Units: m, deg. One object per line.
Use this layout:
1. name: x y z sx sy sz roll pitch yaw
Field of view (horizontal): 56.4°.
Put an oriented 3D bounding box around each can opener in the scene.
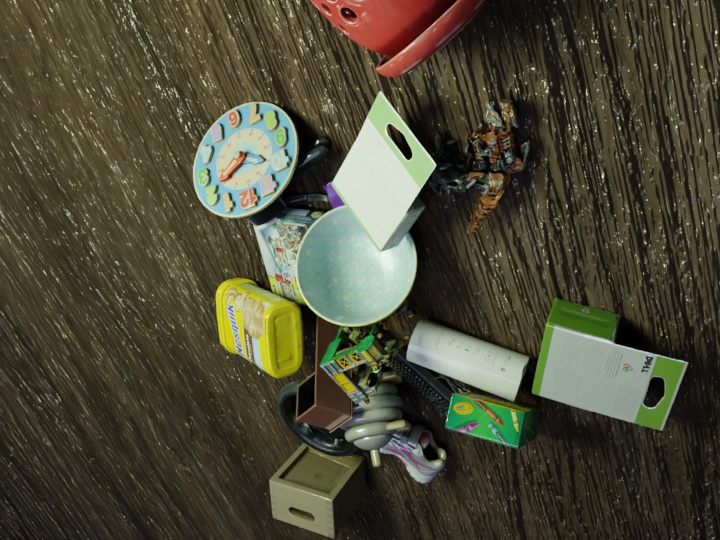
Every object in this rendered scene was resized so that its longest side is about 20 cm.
1. can opener: -0.129 -0.156 1.110 0.200 0.064 0.079 -37 131 21

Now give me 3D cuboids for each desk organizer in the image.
1. desk organizer: -0.065 0.181 1.222 0.077 0.201 0.072 23 135 -28

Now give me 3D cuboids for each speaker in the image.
1. speaker: 0.181 0.150 1.147 0.199 0.081 0.082 19 129 17

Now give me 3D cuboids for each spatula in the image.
1. spatula: -0.081 -0.123 1.150 0.199 0.021 0.057 -4 118 33

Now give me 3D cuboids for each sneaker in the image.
1. sneaker: 0.094 0.333 1.332 0.200 0.082 0.088 38 131 -9

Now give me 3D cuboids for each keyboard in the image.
1. keyboard: 0.129 0.208 1.240 0.200 0.021 0.127 41 147 -1

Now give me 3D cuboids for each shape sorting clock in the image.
1. shape sorting clock: -0.189 -0.181 1.083 0.199 0.039 0.201 -5 76 22

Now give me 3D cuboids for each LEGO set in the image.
1. LEGO set: 0.030 0.136 1.158 0.153 0.200 0.116 -31 111 27

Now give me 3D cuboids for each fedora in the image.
1. fedora: -0.069 0.284 1.378 0.200 0.092 0.201 14 129 18

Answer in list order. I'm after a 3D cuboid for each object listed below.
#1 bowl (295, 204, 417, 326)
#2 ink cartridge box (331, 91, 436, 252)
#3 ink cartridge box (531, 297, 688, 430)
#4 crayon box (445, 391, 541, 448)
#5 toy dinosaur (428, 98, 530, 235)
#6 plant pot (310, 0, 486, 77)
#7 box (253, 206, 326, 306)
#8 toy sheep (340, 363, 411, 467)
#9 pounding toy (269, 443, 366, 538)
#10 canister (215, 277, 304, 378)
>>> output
1. bowl: 0.000 0.000 1.114 0.199 0.201 0.108 24 173 14
2. ink cartridge box: 0.042 -0.143 0.990 0.146 0.048 0.200 56 140 19
3. ink cartridge box: 0.379 0.145 1.033 0.199 0.076 0.149 15 127 19
4. crayon box: 0.226 0.244 1.117 0.118 0.200 0.059 11 85 24
5. toy dinosaur: 0.167 -0.142 0.951 0.135 0.102 0.201 7 104 6
6. plant pot: 0.048 -0.354 0.803 0.183 0.201 0.200 45 133 -16
7. box: -0.111 -0.021 1.214 0.136 0.038 0.201 10 131 24
8. toy sheep: 0.020 0.259 1.243 0.137 0.201 0.138 -7 156 -3
9. pounding toy: -0.102 0.485 1.495 0.199 0.184 0.143 8 113 25
10. canister: -0.190 0.105 1.262 0.200 0.086 0.149 18 115 52
